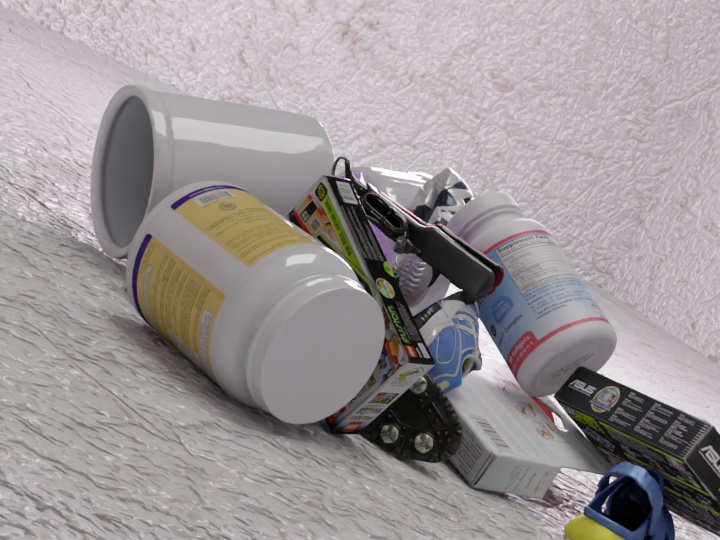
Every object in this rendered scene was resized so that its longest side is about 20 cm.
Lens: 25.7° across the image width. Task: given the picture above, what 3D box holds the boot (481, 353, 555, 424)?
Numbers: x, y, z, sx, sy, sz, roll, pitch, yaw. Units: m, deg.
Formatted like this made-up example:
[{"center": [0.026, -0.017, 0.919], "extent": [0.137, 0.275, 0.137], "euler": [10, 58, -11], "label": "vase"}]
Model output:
[{"center": [0.122, 0.136, 1.627], "extent": [0.200, 0.072, 0.144], "euler": [28, 12, -11], "label": "boot"}]

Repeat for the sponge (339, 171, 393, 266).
[{"center": [0.000, 0.000, 1.559], "extent": [0.200, 0.030, 0.112], "euler": [-84, 157, -55], "label": "sponge"}]

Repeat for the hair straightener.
[{"center": [0.048, -0.043, 1.521], "extent": [0.200, 0.041, 0.077], "euler": [41, 18, 8], "label": "hair straightener"}]

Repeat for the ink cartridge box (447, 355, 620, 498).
[{"center": [0.131, 0.144, 1.528], "extent": [0.173, 0.044, 0.200], "euler": [16, 22, -38], "label": "ink cartridge box"}]

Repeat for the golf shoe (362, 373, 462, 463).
[{"center": [0.016, 0.106, 1.428], "extent": [0.200, 0.077, 0.088], "euler": [32, 2, 24], "label": "golf shoe"}]

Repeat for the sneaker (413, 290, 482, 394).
[{"center": [0.077, 0.071, 1.491], "extent": [0.077, 0.076, 0.200], "euler": [57, 19, 2], "label": "sneaker"}]

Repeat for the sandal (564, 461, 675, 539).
[{"center": [0.258, 0.222, 1.467], "extent": [0.079, 0.087, 0.200], "euler": [30, 6, 21], "label": "sandal"}]

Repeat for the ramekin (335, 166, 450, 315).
[{"center": [0.015, -0.026, 1.847], "extent": [0.098, 0.201, 0.200], "euler": [12, 16, -37], "label": "ramekin"}]

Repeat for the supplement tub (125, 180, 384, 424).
[{"center": [-0.088, 0.026, 1.312], "extent": [0.145, 0.146, 0.200], "euler": [20, 12, -47], "label": "supplement tub"}]

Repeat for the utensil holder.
[{"center": [-0.149, -0.090, 1.587], "extent": [0.200, 0.170, 0.170], "euler": [5, 19, -31], "label": "utensil holder"}]

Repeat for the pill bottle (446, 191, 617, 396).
[{"center": [0.166, 0.020, 1.600], "extent": [0.109, 0.109, 0.200], "euler": [18, 35, -51], "label": "pill bottle"}]

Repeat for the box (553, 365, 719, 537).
[{"center": [0.293, 0.180, 1.500], "extent": [0.160, 0.044, 0.200], "euler": [49, -13, -29], "label": "box"}]

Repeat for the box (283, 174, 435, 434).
[{"center": [-0.017, 0.029, 1.368], "extent": [0.035, 0.110, 0.200], "euler": [8, 47, -45], "label": "box"}]

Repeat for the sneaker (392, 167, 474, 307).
[{"center": [0.105, -0.007, 1.723], "extent": [0.130, 0.079, 0.199], "euler": [41, 35, -18], "label": "sneaker"}]
